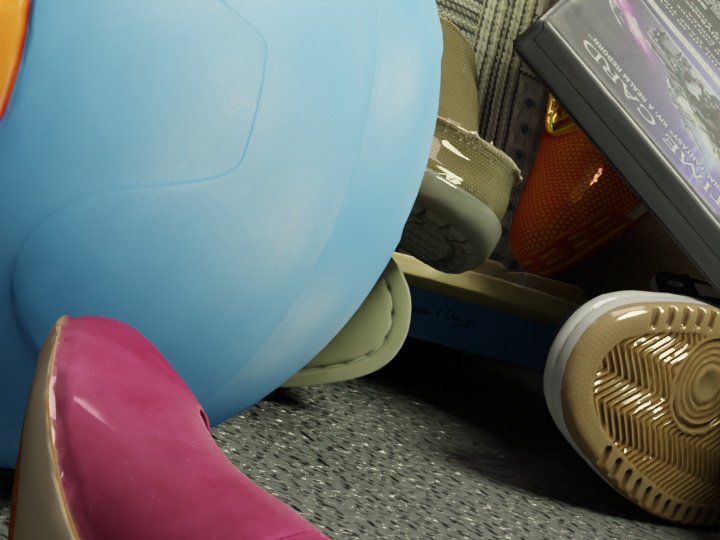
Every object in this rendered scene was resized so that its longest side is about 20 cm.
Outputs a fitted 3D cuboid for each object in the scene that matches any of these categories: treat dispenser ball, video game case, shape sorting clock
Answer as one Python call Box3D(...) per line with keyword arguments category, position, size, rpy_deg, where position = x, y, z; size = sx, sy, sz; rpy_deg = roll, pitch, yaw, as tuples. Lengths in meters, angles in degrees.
Box3D(category="treat dispenser ball", position=(-0.079, -0.052, 0.629), size=(0.200, 0.202, 0.201), rpy_deg=(17, 8, -2))
Box3D(category="video game case", position=(0.127, -0.051, 0.893), size=(0.143, 0.019, 0.200), rpy_deg=(50, 26, -2))
Box3D(category="shape sorting clock", position=(0.000, 0.000, 0.955), size=(0.199, 0.039, 0.200), rpy_deg=(15, -1, 0))

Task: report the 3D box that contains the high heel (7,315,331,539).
Box3D(category="high heel", position=(-0.014, 0.060, 0.452), size=(0.095, 0.068, 0.200), rpy_deg=(6, 15, -10))

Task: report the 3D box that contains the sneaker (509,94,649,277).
Box3D(category="sneaker", position=(0.097, -0.078, 0.999), size=(0.077, 0.201, 0.073), rpy_deg=(45, -39, -22))

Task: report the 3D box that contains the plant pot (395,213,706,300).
Box3D(category="plant pot", position=(0.108, -0.037, 1.113), size=(0.199, 0.188, 0.187), rpy_deg=(1, 12, -15))

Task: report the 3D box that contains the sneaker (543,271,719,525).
Box3D(category="sneaker", position=(0.105, 0.037, 0.885), size=(0.199, 0.070, 0.108), rpy_deg=(19, 9, -45))

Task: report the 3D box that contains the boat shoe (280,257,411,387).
Box3D(category="boat shoe", position=(-0.078, -0.015, 0.843), size=(0.200, 0.072, 0.061), rpy_deg=(15, 12, 3))

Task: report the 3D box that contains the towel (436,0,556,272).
Box3D(category="towel", position=(0.013, -0.117, 0.991), size=(0.192, 0.201, 0.034), rpy_deg=(21, -13, -33))

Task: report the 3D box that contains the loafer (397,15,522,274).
Box3D(category="loafer", position=(0.002, -0.056, 0.817), size=(0.075, 0.070, 0.200), rpy_deg=(32, 3, -24))
